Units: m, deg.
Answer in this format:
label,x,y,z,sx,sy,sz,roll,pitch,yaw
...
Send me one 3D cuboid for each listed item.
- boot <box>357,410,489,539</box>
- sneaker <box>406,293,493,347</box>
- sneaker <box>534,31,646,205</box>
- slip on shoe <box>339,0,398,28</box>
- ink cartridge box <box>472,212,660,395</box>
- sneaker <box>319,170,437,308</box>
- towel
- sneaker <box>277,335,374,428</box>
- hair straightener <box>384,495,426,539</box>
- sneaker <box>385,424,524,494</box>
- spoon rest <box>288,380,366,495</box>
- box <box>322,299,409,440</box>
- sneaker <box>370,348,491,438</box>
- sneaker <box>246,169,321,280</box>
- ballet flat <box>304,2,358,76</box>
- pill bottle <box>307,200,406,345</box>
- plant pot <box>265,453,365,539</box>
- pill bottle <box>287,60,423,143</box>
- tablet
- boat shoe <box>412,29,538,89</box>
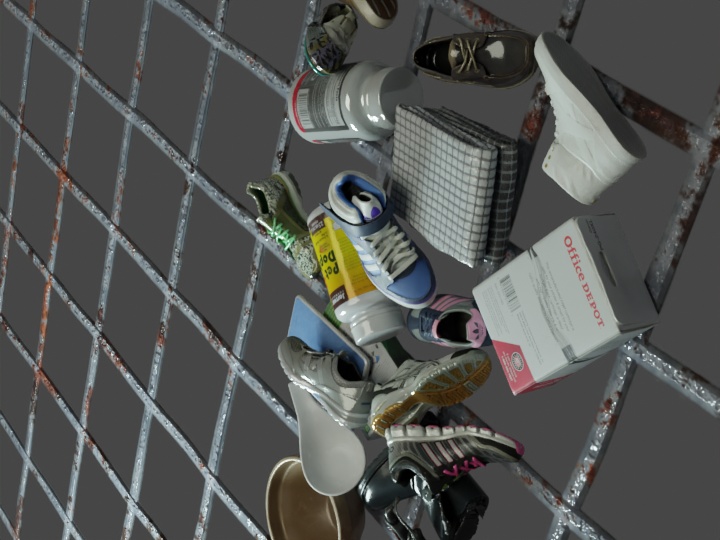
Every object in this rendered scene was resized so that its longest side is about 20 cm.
label,x,y,z,sx,sy,sz,roll,pitch,yaw
boot,0.086,0.322,1.695,0.201,0.076,0.169,-56,49,33
sneaker,0.113,0.069,1.616,0.199,0.081,0.071,-6,92,53
sneaker,0.240,-0.174,1.421,0.116,0.073,0.202,-49,59,40
slip on shoe,-0.010,-0.402,1.704,0.061,0.075,0.201,-53,52,35
ink cartridge box,0.243,0.041,1.442,0.200,0.083,0.147,-39,65,47
sneaker,0.026,-0.045,1.603,0.201,0.080,0.147,53,176,15
towel,0.123,-0.116,1.574,0.200,0.085,0.168,37,131,49
sneaker,-0.043,0.146,1.777,0.199,0.074,0.083,37,111,36
hair straightener,0.089,0.387,1.661,0.076,0.041,0.202,17,140,48
sneaker,0.121,0.254,1.593,0.197,0.074,0.089,-2,69,25
spoon rest,-0.060,0.241,1.796,0.099,0.061,0.201,-31,61,6
box,0.003,0.131,1.808,0.201,0.036,0.145,56,135,29
sneaker,0.089,0.146,1.649,0.199,0.076,0.088,-32,36,24
sneaker,-0.124,-0.067,1.895,0.077,0.088,0.201,-53,56,42
ballet flat,-0.035,-0.335,1.692,0.201,0.071,0.073,-80,6,-63
pill bottle,0.000,0.000,1.729,0.109,0.108,0.203,-35,68,49
plant pot,-0.057,0.381,1.878,0.200,0.092,0.204,12,105,50
pill bottle,-0.005,-0.237,1.697,0.199,0.110,0.113,5,100,52
tablet,-0.054,0.140,1.845,0.200,0.014,0.132,41,127,43
boat shoe,0.142,-0.266,1.532,0.199,0.073,0.076,4,99,52
